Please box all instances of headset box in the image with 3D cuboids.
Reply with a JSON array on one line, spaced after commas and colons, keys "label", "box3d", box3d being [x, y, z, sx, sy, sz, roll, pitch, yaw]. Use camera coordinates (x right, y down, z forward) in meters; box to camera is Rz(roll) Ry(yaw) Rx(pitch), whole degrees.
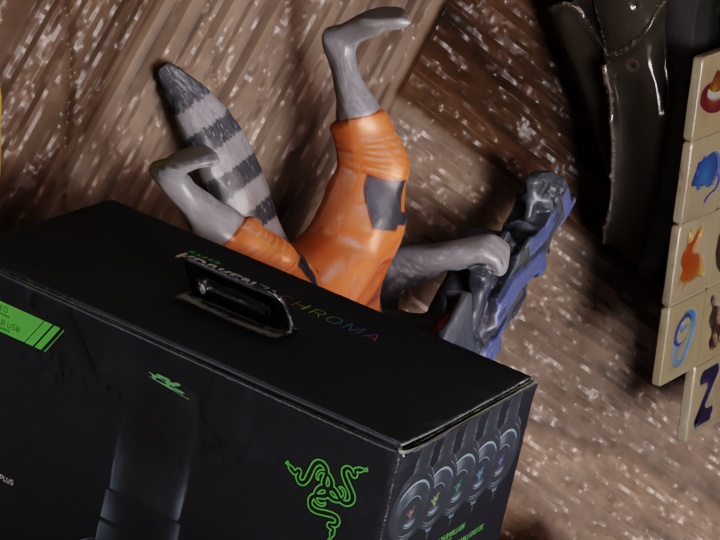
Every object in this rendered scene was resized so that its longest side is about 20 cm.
[{"label": "headset box", "box3d": [-0.053, 0.091, 0.855, 0.093, 0.174, 0.201, -22, 130, -57]}]

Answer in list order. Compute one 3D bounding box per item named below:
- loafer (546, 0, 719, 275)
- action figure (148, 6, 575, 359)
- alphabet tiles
[{"label": "loafer", "box3d": [0.111, -0.096, 1.046, 0.073, 0.071, 0.201, -44, 140, -57]}, {"label": "action figure", "box3d": [0.000, 0.000, 0.983, 0.200, 0.104, 0.194, -51, 136, -47]}, {"label": "alphabet tiles", "box3d": [0.166, -0.035, 1.080, 0.166, 0.006, 0.201, -22, 122, -54]}]
